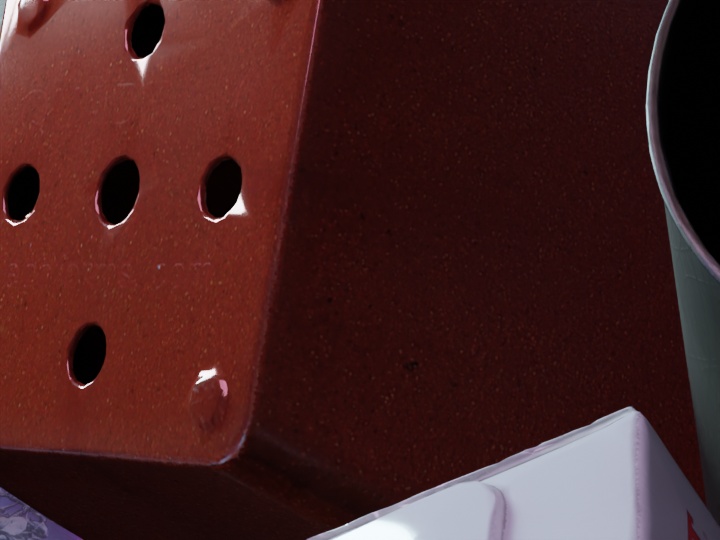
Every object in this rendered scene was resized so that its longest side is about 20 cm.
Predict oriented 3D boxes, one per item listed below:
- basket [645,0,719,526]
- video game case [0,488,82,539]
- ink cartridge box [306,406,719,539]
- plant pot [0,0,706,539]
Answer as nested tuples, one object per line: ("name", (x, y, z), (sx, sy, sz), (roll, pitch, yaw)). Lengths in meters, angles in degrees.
("basket", (0.137, 0.014, 0.633), (0.136, 0.201, 0.180), (34, 61, 26))
("video game case", (-0.125, 0.110, 0.840), (0.142, 0.019, 0.201), (0, 36, 5))
("ink cartridge box", (0.036, 0.162, 0.549), (0.145, 0.200, 0.147), (-23, 30, 22))
("plant pot", (0.000, 0.000, 0.775), (0.199, 0.176, 0.201), (0, 78, 48))
